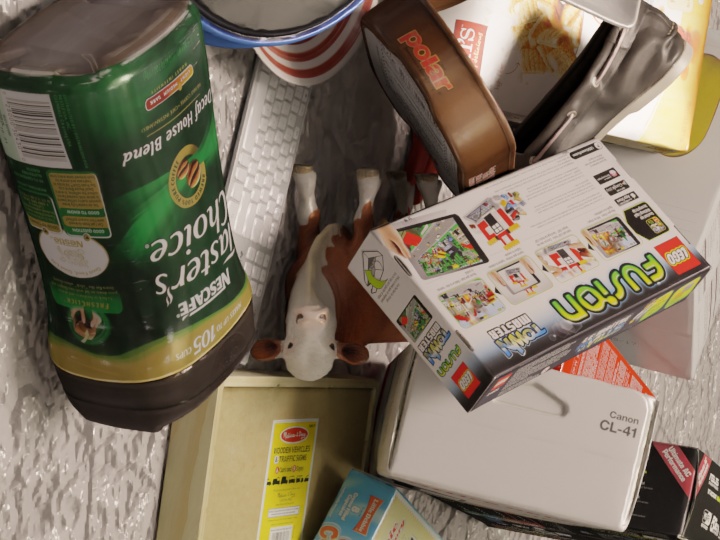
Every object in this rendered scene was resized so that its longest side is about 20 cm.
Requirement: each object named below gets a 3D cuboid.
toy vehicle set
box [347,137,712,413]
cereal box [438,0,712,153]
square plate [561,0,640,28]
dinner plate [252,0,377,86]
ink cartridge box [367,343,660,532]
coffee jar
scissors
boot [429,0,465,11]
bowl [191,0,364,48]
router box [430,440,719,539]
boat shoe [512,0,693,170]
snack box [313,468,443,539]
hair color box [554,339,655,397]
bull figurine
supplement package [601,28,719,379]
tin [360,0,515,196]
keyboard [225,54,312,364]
[{"bbox_3d":[-0.051,0.122,1.206,0.200,0.026,0.124,8,90,-63],"label":"toy vehicle set"},{"bbox_3d":[0.100,-0.002,1.178,0.200,0.110,0.035,-23,156,-41],"label":"box"},{"bbox_3d":[0.133,-0.164,1.346,0.200,0.040,0.144,10,88,-24],"label":"cereal box"},{"bbox_3d":[0.091,-0.262,1.220,0.198,0.028,0.200,19,72,-22],"label":"square plate"},{"bbox_3d":[-0.035,-0.202,1.140,0.200,0.024,0.200,-16,109,-61],"label":"dinner plate"},{"bbox_3d":[0.085,0.102,1.253,0.200,0.147,0.086,113,-10,-85],"label":"ink cartridge box"},{"bbox_3d":[-0.110,-0.026,0.983,0.104,0.085,0.200,-49,139,-47],"label":"coffee jar"},{"bbox_3d":[0.034,-0.044,1.340,0.073,0.014,0.200,47,56,-57],"label":"scissors"},{"bbox_3d":[0.080,-0.258,1.274,0.200,0.070,0.146,-28,88,-22],"label":"boot"},{"bbox_3d":[-0.045,-0.206,1.029,0.201,0.039,0.201,-18,119,-36],"label":"bowl"},{"bbox_3d":[0.157,0.152,1.429,0.150,0.200,0.062,37,64,-61],"label":"router box"},{"bbox_3d":[0.118,-0.091,1.294,0.057,0.200,0.067,44,7,-17],"label":"boat shoe"},{"bbox_3d":[-0.020,0.230,1.246,0.200,0.037,0.116,-61,153,-15],"label":"snack box"},{"bbox_3d":[0.125,0.076,1.448,0.200,0.111,0.064,47,57,-58],"label":"hair color box"},{"bbox_3d":[0.000,0.000,1.228,0.200,0.065,0.122,-2,96,-64],"label":"bull figurine"},{"bbox_3d":[0.195,-0.059,1.477,0.151,0.152,0.200,79,31,-52],"label":"supplement package"},{"bbox_3d":[0.044,-0.099,1.194,0.112,0.042,0.200,60,-1,9],"label":"tin"},{"bbox_3d":[-0.058,-0.049,1.162,0.056,0.011,0.200,29,71,-62],"label":"keyboard"}]
